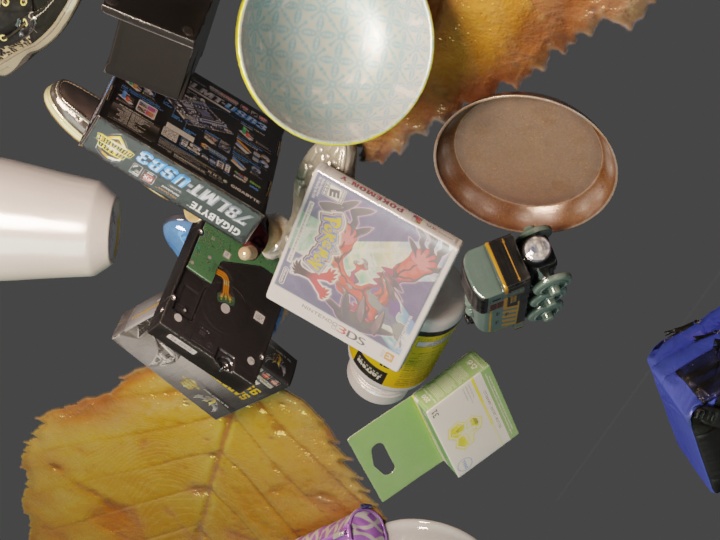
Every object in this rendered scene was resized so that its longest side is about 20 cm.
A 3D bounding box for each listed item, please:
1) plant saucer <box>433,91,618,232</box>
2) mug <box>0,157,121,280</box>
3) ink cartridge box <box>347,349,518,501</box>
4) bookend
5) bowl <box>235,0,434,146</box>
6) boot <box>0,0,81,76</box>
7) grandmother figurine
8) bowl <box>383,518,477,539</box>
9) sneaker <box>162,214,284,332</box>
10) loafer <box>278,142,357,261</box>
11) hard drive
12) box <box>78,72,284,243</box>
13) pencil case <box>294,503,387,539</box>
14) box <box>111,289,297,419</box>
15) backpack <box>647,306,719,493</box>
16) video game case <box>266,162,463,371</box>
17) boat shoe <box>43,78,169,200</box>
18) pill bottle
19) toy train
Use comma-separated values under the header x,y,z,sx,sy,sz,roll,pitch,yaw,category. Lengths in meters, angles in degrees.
x,y,z,sx,sy,sz,roll,pitch,yaw,category
0.179,-0.121,1.527,0.198,0.035,0.201,10,140,9,plant saucer
-0.371,-0.061,1.732,0.151,0.187,0.151,5,106,1,mug
0.096,0.212,1.825,0.199,0.048,0.146,-36,132,-10,ink cartridge box
-0.200,-0.238,1.402,0.091,0.200,0.201,20,140,-7,bookend
-0.036,-0.227,1.409,0.199,0.201,0.108,34,178,-19,bowl
-0.387,-0.297,1.491,0.153,0.074,0.203,35,140,-26,boot
-0.138,-0.064,1.639,0.060,0.123,0.200,-6,159,23,grandmother figurine
0.099,0.473,2.168,0.199,0.091,0.202,10,139,9,bowl
-0.172,0.012,1.763,0.066,0.079,0.200,-23,124,39,sneaker
-0.040,-0.077,1.634,0.070,0.069,0.201,47,135,27,loafer
-0.160,0.028,1.682,0.139,0.201,0.038,35,138,-21,hard drive
-0.182,-0.142,1.501,0.199,0.199,0.050,31,119,-16,box
-0.044,0.428,2.170,0.085,0.085,0.200,3,152,-41,pencil case
-0.208,0.106,1.900,0.158,0.049,0.200,-26,123,38,box
0.439,0.119,1.608,0.199,0.168,0.163,-28,134,1,backpack
0.000,0.000,1.596,0.181,0.023,0.201,29,128,6,video game case
-0.265,-0.160,1.617,0.199,0.074,0.065,34,126,-24,boat shoe
0.049,0.075,1.727,0.111,0.113,0.201,20,139,-4,pill bottle
0.169,0.015,1.590,0.113,0.086,0.200,-19,162,-3,toy train
